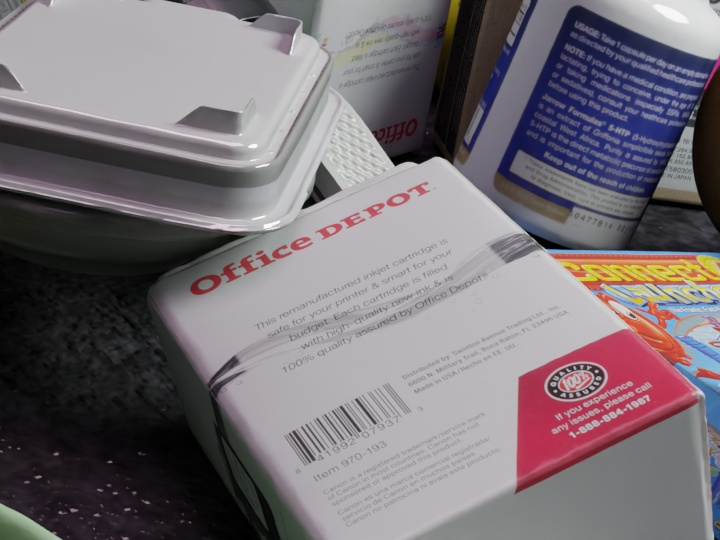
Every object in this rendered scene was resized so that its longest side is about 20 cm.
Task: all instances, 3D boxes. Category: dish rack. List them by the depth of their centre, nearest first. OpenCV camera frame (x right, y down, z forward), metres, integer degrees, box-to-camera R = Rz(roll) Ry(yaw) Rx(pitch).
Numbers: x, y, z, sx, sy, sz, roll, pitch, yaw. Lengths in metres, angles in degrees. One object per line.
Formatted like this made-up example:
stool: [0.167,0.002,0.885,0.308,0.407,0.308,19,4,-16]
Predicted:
dish rack: [-0.096,-0.083,0.728,0.170,0.044,0.200,11,24,4]

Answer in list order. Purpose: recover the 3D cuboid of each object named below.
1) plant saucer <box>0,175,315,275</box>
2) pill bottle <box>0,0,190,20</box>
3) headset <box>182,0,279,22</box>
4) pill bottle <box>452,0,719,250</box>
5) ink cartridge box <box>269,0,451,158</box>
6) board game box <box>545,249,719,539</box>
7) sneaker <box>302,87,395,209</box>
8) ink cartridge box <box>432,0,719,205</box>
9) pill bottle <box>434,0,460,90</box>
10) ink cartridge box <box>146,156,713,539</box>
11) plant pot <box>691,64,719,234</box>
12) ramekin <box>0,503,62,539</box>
plant saucer: [-0.121,-0.041,0.748,0.198,0.051,0.200,10,22,-4]
pill bottle: [-0.192,-0.154,0.920,0.198,0.115,0.115,-22,29,0]
headset: [-0.131,-0.095,0.899,0.199,0.124,0.094,-32,71,-25]
pill bottle: [0.144,-0.123,0.969,0.119,0.201,0.120,21,18,-7]
ink cartridge box: [-0.038,-0.178,1.022,0.145,0.202,0.146,25,27,29]
board game box: [0.180,0.058,0.758,0.199,0.056,0.195,0,26,-46]
sneaker: [0.000,0.000,0.824,0.078,0.079,0.201,-4,53,-49]
ink cartridge box: [0.162,-0.138,1.075,0.198,0.166,0.075,6,24,-13]
pill bottle: [0.102,-0.176,1.189,0.198,0.113,0.113,16,25,9]
ink cartridge box: [0.020,0.054,0.639,0.144,0.084,0.200,-24,36,-14]
plant pot: [0.288,-0.036,0.889,0.184,0.188,0.200,10,25,-4]
ramekin: [-0.154,0.141,0.411,0.198,0.099,0.200,10,25,-5]
